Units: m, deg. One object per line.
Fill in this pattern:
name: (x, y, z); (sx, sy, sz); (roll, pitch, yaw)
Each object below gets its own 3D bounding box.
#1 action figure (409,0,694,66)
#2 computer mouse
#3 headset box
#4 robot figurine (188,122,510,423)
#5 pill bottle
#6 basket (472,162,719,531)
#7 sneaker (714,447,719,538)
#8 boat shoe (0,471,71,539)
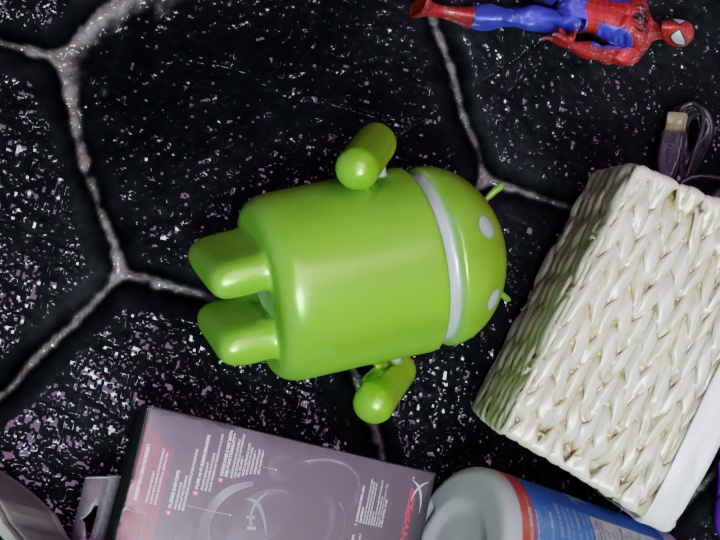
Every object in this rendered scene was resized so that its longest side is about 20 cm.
action figure: (0.137, -0.180, 0.930); (0.200, 0.052, 0.065); (9, 77, -16)
computer mouse: (0.298, -0.052, 0.960); (0.200, 0.044, 0.110); (10, 76, -8)
headset box: (-0.072, 0.170, 0.813); (0.200, 0.077, 0.149); (14, 80, -12)
robot figurine: (0.000, 0.000, 0.832); (0.200, 0.116, 0.176); (-11, 109, -17)
pill bottle: (0.135, 0.200, 0.839); (0.200, 0.112, 0.112); (23, 77, -26)
basket: (0.169, 0.040, 0.851); (0.123, 0.136, 0.200); (28, 89, -4)
sneaker: (0.268, 0.092, 0.894); (0.070, 0.100, 0.200); (-8, 130, -21)
boat shoe: (-0.181, 0.176, 0.735); (0.075, 0.200, 0.062); (28, 95, -51)
